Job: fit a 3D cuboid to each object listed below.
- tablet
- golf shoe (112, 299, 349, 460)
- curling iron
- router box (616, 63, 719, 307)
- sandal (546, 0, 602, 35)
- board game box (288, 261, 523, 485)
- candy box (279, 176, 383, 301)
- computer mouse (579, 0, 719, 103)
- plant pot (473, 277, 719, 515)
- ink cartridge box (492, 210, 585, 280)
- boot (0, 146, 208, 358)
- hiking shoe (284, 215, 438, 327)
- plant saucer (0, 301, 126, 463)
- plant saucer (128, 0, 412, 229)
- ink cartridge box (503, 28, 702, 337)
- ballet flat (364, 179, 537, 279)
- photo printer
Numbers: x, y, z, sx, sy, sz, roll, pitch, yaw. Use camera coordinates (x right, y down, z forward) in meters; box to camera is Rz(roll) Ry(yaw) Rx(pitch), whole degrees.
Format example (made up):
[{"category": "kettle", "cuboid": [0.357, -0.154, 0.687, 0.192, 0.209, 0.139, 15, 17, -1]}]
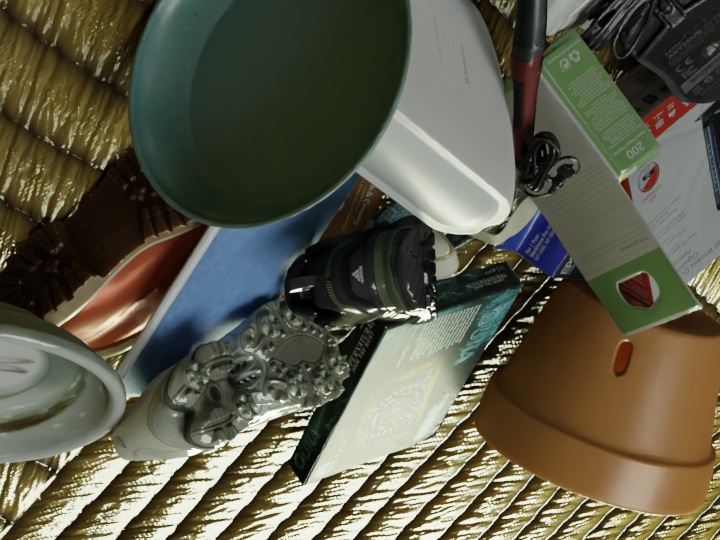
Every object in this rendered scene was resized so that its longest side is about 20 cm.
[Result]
[{"category": "tablet", "cuboid": [-0.081, 0.002, 1.352, 0.200, 0.014, 0.130, -56, 154, 19]}, {"category": "golf shoe", "cuboid": [-0.088, 0.076, 1.378, 0.097, 0.079, 0.200, -28, 174, 34]}, {"category": "curling iron", "cuboid": [0.117, -0.136, 1.336, 0.026, 0.049, 0.201, -40, 136, -44]}, {"category": "router box", "cuboid": [0.265, -0.098, 1.603, 0.200, 0.049, 0.180, -39, 135, -21]}, {"category": "sandal", "cuboid": [0.158, -0.206, 1.418, 0.082, 0.050, 0.203, -44, 173, 21]}, {"category": "board game box", "cuboid": [0.033, 0.080, 1.588, 0.135, 0.028, 0.200, -16, 148, -35]}, {"category": "candy box", "cuboid": [-0.060, -0.030, 1.413, 0.116, 0.056, 0.201, 8, 122, -46]}, {"category": "computer mouse", "cuboid": [0.230, -0.182, 1.448, 0.138, 0.053, 0.200, -39, 150, 11]}, {"category": "plant pot", "cuboid": [0.207, 0.090, 1.672, 0.199, 0.200, 0.141, 5, 109, -45]}, {"category": "ink cartridge box", "cuboid": [0.202, -0.040, 1.657, 0.199, 0.039, 0.100, 4, 123, -43]}, {"category": "boot", "cuboid": [-0.133, -0.018, 1.353, 0.200, 0.075, 0.107, -36, 146, 4]}, {"category": "hiking shoe", "cuboid": [0.000, 0.000, 1.396, 0.100, 0.076, 0.200, -3, 175, 5]}, {"category": "plant saucer", "cuboid": [-0.246, 0.062, 1.297, 0.199, 0.051, 0.200, -2, 153, -1]}, {"category": "plant saucer", "cuboid": [-0.048, -0.116, 1.223, 0.200, 0.200, 0.036, -50, 146, 10]}, {"category": "ink cartridge box", "cuboid": [0.166, -0.057, 1.435, 0.048, 0.200, 0.146, -37, -179, -17]}, {"category": "ballet flat", "cuboid": [0.068, -0.034, 1.516, 0.200, 0.074, 0.074, -36, 142, -9]}, {"category": "photo printer", "cuboid": [0.033, -0.122, 1.324, 0.069, 0.167, 0.200, -21, 150, 24]}]
